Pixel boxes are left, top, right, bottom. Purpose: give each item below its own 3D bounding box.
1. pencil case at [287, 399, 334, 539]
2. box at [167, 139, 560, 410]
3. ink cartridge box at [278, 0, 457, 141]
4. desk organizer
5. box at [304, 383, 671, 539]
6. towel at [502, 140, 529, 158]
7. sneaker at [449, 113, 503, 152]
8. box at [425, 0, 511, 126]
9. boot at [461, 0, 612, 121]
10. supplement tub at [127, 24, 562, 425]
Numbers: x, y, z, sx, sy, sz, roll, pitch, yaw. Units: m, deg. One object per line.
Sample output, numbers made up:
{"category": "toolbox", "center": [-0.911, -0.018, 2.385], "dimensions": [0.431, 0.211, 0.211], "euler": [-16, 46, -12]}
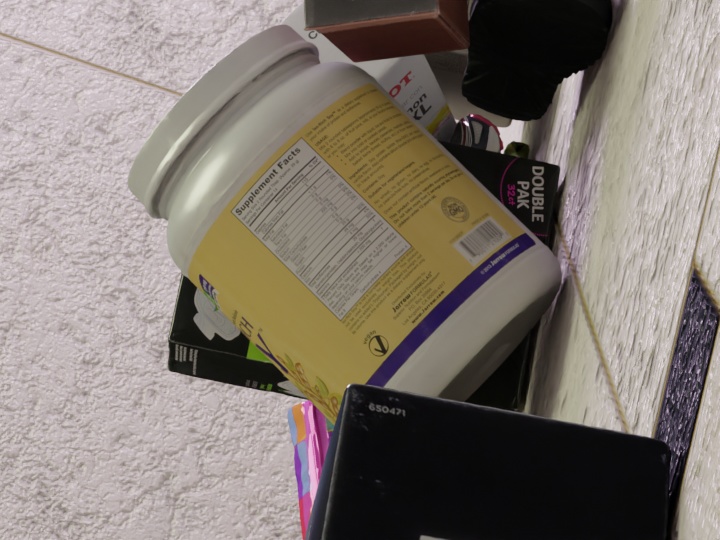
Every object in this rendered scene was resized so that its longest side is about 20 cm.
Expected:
{"category": "pencil case", "center": [0.005, 0.163, 1.579], "dimensions": [0.088, 0.088, 0.201], "euler": [104, 161, -61]}
{"category": "box", "center": [0.000, 0.000, 1.514], "dimensions": [0.124, 0.199, 0.149], "euler": [117, 165, -79]}
{"category": "ink cartridge box", "center": [-0.014, -0.068, 1.692], "dimensions": [0.146, 0.083, 0.200], "euler": [-44, -31, -8]}
{"category": "desk organizer", "center": [0.011, -0.215, 1.375], "dimensions": [0.077, 0.071, 0.201], "euler": [33, -127, -70]}
{"category": "box", "center": [0.024, 0.184, 0.907], "dimensions": [0.199, 0.123, 0.200], "euler": [101, 179, -47]}
{"category": "towel", "center": [0.082, 0.021, 1.677], "dimensions": [0.144, 0.023, 0.201], "euler": [-85, 7, -81]}
{"category": "sneaker", "center": [0.025, -0.013, 1.654], "dimensions": [0.200, 0.075, 0.081], "euler": [-58, 5, -4]}
{"category": "box", "center": [0.077, -0.152, 1.740], "dimensions": [0.200, 0.082, 0.069], "euler": [121, 160, -81]}
{"category": "boot", "center": [0.109, -0.184, 1.447], "dimensions": [0.198, 0.073, 0.163], "euler": [114, 173, -74]}
{"category": "supplement tub", "center": [-0.010, -0.016, 1.377], "dimensions": [0.145, 0.200, 0.145], "euler": [-44, -10, -10]}
